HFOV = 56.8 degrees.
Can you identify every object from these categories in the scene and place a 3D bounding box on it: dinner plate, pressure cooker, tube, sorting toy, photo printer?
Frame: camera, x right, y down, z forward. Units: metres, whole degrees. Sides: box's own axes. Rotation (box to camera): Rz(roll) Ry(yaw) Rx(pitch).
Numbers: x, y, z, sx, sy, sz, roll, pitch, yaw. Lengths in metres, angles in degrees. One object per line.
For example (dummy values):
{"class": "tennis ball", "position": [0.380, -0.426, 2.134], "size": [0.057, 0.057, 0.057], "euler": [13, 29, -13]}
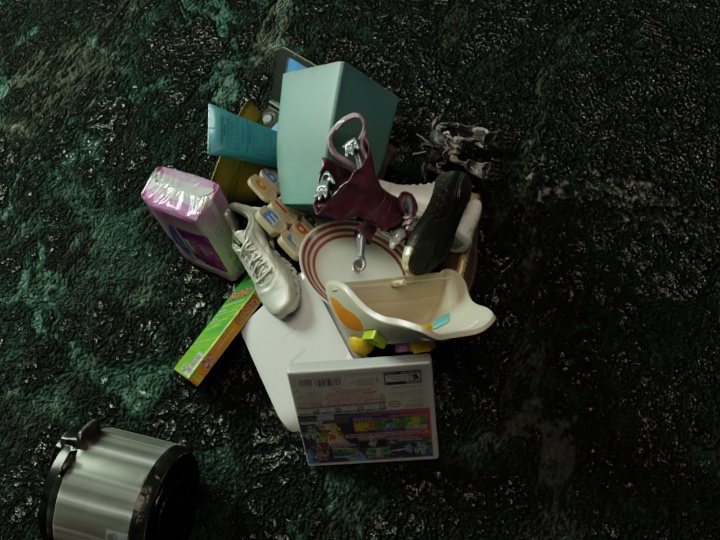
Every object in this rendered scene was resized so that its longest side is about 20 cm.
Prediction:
{"class": "dinner plate", "position": [0.000, 0.000, 1.014], "size": [0.194, 0.025, 0.204], "euler": [11, 43, -10]}
{"class": "pressure cooker", "position": [-0.341, 0.309, 0.917], "size": [0.193, 0.180, 0.181], "euler": [9, 68, 11]}
{"class": "tube", "position": [-0.157, -0.200, 1.061], "size": [0.050, 0.196, 0.080], "euler": [-20, 69, 42]}
{"class": "sorting toy", "position": [0.078, 0.062, 0.868], "size": [0.194, 0.179, 0.111], "euler": [-5, 94, -27]}
{"class": "photo printer", "position": [-0.081, 0.125, 1.003], "size": [0.165, 0.069, 0.203], "euler": [-39, 63, 16]}

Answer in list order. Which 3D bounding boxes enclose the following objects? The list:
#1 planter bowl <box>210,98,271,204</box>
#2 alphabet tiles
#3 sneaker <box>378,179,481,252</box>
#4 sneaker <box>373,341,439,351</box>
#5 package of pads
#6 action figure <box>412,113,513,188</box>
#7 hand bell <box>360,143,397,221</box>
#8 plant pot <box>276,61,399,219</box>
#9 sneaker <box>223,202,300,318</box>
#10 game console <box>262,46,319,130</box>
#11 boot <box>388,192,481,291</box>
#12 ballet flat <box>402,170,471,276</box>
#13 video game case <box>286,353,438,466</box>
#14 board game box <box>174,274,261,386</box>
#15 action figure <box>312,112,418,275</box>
{"class": "planter bowl", "position": [-0.192, -0.181, 1.147], "size": [0.081, 0.200, 0.205], "euler": [23, 67, -8]}
{"class": "alphabet tiles", "position": [-0.093, -0.089, 1.080], "size": [0.196, 0.015, 0.200], "euler": [47, 32, -4]}
{"class": "sneaker", "position": [0.103, -0.105, 1.053], "size": [0.196, 0.079, 0.100], "euler": [26, 65, 20]}
{"class": "sneaker", "position": [0.053, 0.072, 1.028], "size": [0.193, 0.079, 0.077], "euler": [-9, 62, 4]}
{"class": "package of pads", "position": [-0.257, -0.073, 1.075], "size": [0.118, 0.202, 0.077], "euler": [22, 66, 20]}
{"class": "action figure", "position": [0.170, -0.196, 1.129], "size": [0.199, 0.100, 0.122], "euler": [28, 100, 60]}
{"class": "hand bell", "position": [0.011, -0.106, 1.132], "size": [0.100, 0.104, 0.207], "euler": [-1, 77, 8]}
{"class": "plant pot", "position": [-0.047, -0.191, 1.040], "size": [0.139, 0.139, 0.207], "euler": [4, 81, 43]}
{"class": "sneaker", "position": [-0.153, -0.018, 0.998], "size": [0.074, 0.081, 0.203], "euler": [-36, 61, 14]}
{"class": "game console", "position": [-0.118, -0.268, 1.197], "size": [0.198, 0.117, 0.177], "euler": [34, 73, 22]}
{"class": "boot", "position": [0.110, -0.043, 1.095], "size": [0.161, 0.073, 0.206], "euler": [2, 65, 23]}
{"class": "ballet flat", "position": [0.105, -0.066, 0.954], "size": [0.056, 0.067, 0.202], "euler": [-2, 43, 39]}
{"class": "video game case", "position": [0.008, 0.197, 0.925], "size": [0.193, 0.187, 0.023], "euler": [-5, 33, 5]}
{"class": "board game box", "position": [-0.216, 0.087, 1.059], "size": [0.030, 0.095, 0.203], "euler": [40, 73, -23]}
{"class": "action figure", "position": [0.011, -0.098, 0.969], "size": [0.132, 0.199, 0.153], "euler": [-28, 52, 25]}
